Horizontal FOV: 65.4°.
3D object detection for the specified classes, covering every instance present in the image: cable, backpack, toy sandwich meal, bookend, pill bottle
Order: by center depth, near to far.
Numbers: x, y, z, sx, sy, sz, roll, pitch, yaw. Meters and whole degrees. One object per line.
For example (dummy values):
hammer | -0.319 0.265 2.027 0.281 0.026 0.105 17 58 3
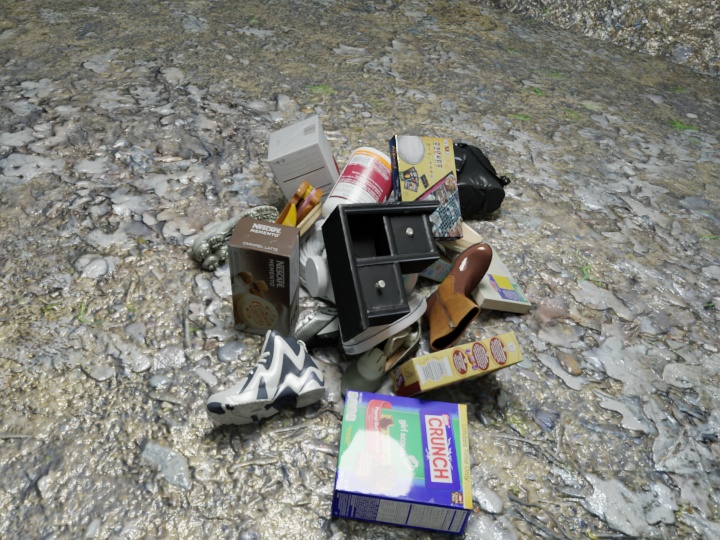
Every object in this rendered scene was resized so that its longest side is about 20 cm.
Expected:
bookend | 0.052 -0.003 0.933 0.193 0.092 0.206 -4 74 -25
pill bottle | 0.000 0.000 1.026 0.195 0.113 0.112 -8 43 -26
pill bottle | -0.009 -0.135 1.121 0.110 0.114 0.203 21 66 16
toy sandwich meal | -0.151 -0.090 1.128 0.070 0.204 0.206 44 45 -9
cable | -0.039 -0.026 1.162 0.198 0.071 0.199 -30 54 -34
backpack | 0.256 -0.228 1.385 0.162 0.129 0.203 7 39 -17

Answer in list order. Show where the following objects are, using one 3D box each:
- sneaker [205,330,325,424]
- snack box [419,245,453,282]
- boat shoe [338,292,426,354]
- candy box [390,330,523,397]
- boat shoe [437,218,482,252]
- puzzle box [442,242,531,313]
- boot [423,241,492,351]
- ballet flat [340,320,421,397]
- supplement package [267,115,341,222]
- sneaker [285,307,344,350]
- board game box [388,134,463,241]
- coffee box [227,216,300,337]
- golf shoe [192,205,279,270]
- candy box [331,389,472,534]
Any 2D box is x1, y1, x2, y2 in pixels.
sneaker | -0.162 0.164 0.914 0.193 0.080 0.132 -11 56 -21
snack box | 0.096 -0.070 1.196 0.140 0.053 0.201 16 30 -43
boat shoe | 0.043 0.075 0.988 0.072 0.067 0.198 -2 21 47
candy box | 0.161 0.162 0.945 0.194 0.117 0.058 -13 74 -20
boat shoe | 0.174 -0.106 1.178 0.197 0.070 0.074 30 39 14
puzzle box | 0.260 0.005 1.175 0.130 0.026 0.203 10 37 -29
boot | 0.181 0.038 0.999 0.069 0.187 0.200 47 9 -7
ballet flat | 0.037 0.147 0.988 0.067 0.065 0.198 36 49 23
supplement package | -0.109 -0.207 1.230 0.116 0.203 0.123 -17 40 9
sneaker | -0.039 0.111 1.015 0.196 0.068 0.091 -20 46 -30
board game box | 0.130 -0.162 1.112 0.131 0.034 0.207 -1 80 -22
coffee box | -0.167 0.018 0.997 0.111 0.204 0.081 11 41 4
golf shoe | -0.266 -0.089 1.178 0.197 0.080 0.097 -29 38 -17
candy box | 0.063 0.281 0.837 0.193 0.079 0.172 8 41 -1
